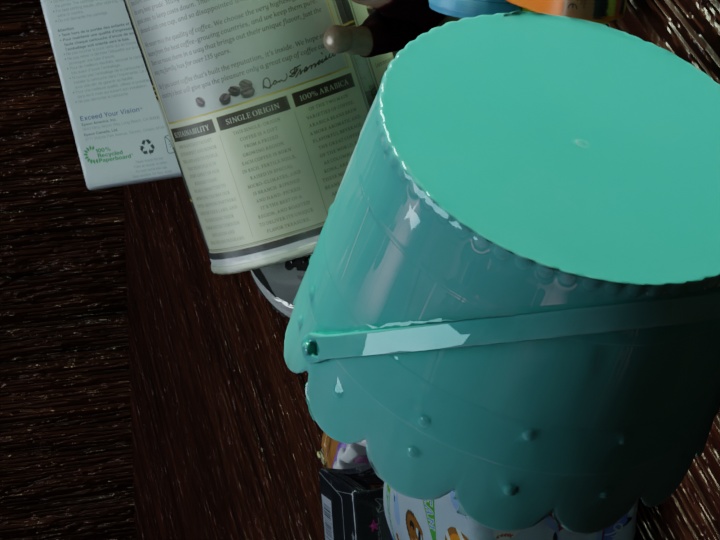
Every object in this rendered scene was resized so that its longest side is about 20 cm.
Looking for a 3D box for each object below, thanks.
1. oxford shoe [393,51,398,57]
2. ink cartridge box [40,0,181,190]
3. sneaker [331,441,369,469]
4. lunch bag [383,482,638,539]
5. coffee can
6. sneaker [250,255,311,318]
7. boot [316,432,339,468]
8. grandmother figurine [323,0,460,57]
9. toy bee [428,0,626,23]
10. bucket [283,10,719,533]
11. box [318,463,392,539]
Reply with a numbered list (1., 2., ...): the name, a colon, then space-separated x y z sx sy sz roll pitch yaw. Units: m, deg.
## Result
1. oxford shoe: 0.031 -0.081 1.495 0.071 0.072 0.201 -113 21 -54
2. ink cartridge box: -0.107 -0.162 1.504 0.041 0.198 0.201 -49 -50 -64
3. sneaker: 0.025 0.081 1.610 0.201 0.080 0.089 105 162 -45
4. lunch bag: 0.073 0.100 1.263 0.200 0.123 0.171 -122 26 -49
5. coffee can: -0.051 -0.116 1.387 0.146 0.146 0.201 -163 55 -78
6. sneaker: 0.000 0.000 1.509 0.200 0.074 0.080 23 144 41
7. boot: -0.001 0.191 1.764 0.155 0.076 0.201 -163 70 -76
8. grandmother figurine: 0.018 -0.173 1.325 0.122 0.200 0.061 -52 44 4
9. toy bee: 0.081 -0.170 1.195 0.200 0.108 0.131 49 130 36
10. bucket: 0.078 -0.004 1.001 0.208 0.206 0.135 -107 25 -44
11. box: 0.046 0.222 1.466 0.132 0.114 0.201 -171 77 -80
